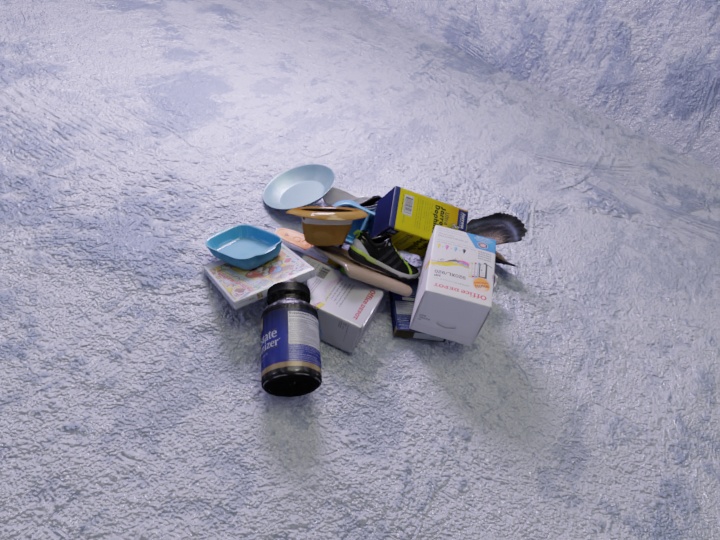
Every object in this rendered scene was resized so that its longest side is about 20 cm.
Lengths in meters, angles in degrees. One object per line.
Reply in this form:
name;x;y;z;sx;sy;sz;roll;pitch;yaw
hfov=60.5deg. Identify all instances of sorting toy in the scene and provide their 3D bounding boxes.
sorting toy;0.000;0.000;1.411;0.184;0.037;0.200;20;10;-32

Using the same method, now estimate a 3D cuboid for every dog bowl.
dog bowl;0.006;-0.103;1.542;0.199;0.112;0.050;24;3;1

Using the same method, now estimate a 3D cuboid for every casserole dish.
casserole dish;-0.254;-0.050;1.351;0.121;0.039;0.199;-31;35;-34

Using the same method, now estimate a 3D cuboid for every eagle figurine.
eagle figurine;0.317;-0.063;1.622;0.199;0.152;0.152;-14;89;-16

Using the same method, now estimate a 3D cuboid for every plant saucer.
plant saucer;-0.158;-0.211;1.634;0.200;0.039;0.202;-11;41;10

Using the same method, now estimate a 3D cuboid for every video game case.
video game case;-0.217;0.002;1.307;0.181;0.023;0.200;-23;32;-23

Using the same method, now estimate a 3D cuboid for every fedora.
fedora;-0.077;-0.102;1.415;0.199;0.082;0.201;1;11;0

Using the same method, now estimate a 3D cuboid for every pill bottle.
pill bottle;-0.132;0.126;1.165;0.111;0.112;0.201;5;56;-18

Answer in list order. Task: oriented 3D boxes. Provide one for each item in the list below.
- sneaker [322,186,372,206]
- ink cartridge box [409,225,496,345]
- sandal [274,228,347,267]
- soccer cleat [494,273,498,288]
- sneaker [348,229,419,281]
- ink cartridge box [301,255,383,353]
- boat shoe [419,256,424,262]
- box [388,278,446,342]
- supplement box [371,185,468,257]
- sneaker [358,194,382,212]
sneaker;-0.007;-0.178;1.686;0.199;0.076;0.088;25;5;-7
ink cartridge box;0.205;0.032;1.359;0.146;0.145;0.201;14;49;1
sandal;-0.110;-0.069;1.502;0.206;0.059;0.079;20;37;1
soccer cleat;0.263;0.058;1.485;0.069;0.078;0.200;40;38;23
sneaker;0.066;-0.038;1.419;0.199;0.083;0.072;20;10;-30
ink cartridge box;-0.071;0.070;1.324;0.199;0.084;0.145;24;37;8
boat shoe;0.159;-0.067;1.579;0.086;0.075;0.203;-6;69;-33
box;0.130;0.080;1.436;0.120;0.033;0.201;7;41;-9
supplement box;0.142;-0.107;1.479;0.199;0.109;0.110;16;70;-18
sneaker;0.072;-0.127;1.608;0.199;0.116;0.076;9;36;-14
